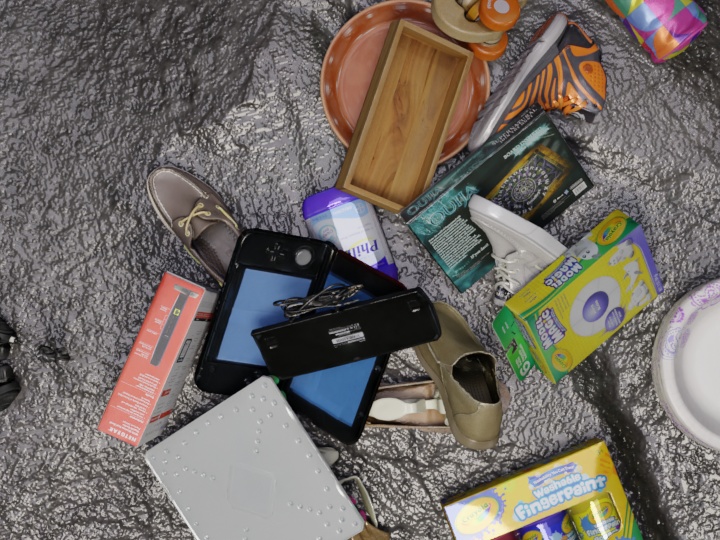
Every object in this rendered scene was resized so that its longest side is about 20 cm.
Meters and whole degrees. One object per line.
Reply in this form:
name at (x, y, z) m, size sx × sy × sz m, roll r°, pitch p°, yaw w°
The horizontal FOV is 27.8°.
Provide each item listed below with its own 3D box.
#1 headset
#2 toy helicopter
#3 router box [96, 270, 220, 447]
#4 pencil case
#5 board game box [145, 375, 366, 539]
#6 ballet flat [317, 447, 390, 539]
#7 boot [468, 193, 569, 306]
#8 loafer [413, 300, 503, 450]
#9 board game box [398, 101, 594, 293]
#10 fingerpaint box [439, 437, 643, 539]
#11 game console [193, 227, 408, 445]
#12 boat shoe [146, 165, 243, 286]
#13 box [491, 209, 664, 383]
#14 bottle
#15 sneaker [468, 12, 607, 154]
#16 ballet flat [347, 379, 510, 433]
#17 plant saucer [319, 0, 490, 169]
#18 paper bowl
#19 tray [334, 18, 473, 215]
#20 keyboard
headset at (-0.428, 0.105, 1.650) m, size 0.198 × 0.094 × 0.125 m, roll -6°, pitch 87°, yaw 11°
toy helicopter at (0.139, -0.350, 1.677) m, size 0.131 × 0.079 × 0.201 m, roll 25°, pitch 65°, yaw 3°
router box at (-0.216, 0.095, 1.597) m, size 0.049 × 0.200 × 0.181 m, roll 24°, pitch 87°, yaw 1°
pencil case at (0.319, -0.338, 1.679) m, size 0.088 × 0.088 × 0.201 m, roll -36°, pitch 89°, yaw -2°
board game box at (-0.118, 0.242, 1.629) m, size 0.199 × 0.026 × 0.201 m, roll -33°, pitch 90°, yaw 26°
ballet flat at (-0.037, 0.251, 1.661) m, size 0.072 × 0.068 × 0.200 m, roll -39°, pitch 87°, yaw -22°
boot at (0.176, -0.003, 1.628) m, size 0.199 × 0.073 × 0.096 m, roll 31°, pitch 90°, yaw -35°
loafer at (0.116, 0.105, 1.621) m, size 0.075 × 0.068 × 0.201 m, roll -1°, pitch 47°, yaw -28°
board game box at (0.155, -0.081, 1.644) m, size 0.200 × 0.028 × 0.135 m, roll -39°, pitch 128°, yaw 2°
fingerpaint box at (0.212, 0.305, 1.647) m, size 0.199 × 0.073 × 0.168 m, roll -21°, pitch 87°, yaw -1°
game console at (-0.068, 0.075, 1.605) m, size 0.171 × 0.119 × 0.201 m, roll 10°, pitch 109°, yaw -30°
boat shoe at (-0.175, -0.044, 1.674) m, size 0.072 × 0.060 × 0.200 m, roll -40°, pitch 88°, yaw -1°
box at (0.243, 0.037, 1.631) m, size 0.200 × 0.048 × 0.118 m, roll -38°, pitch 132°, yaw -8°
bottle at (0.000, 0.000, 1.668) m, size 0.083 × 0.065 × 0.202 m, roll -20°, pitch 87°, yaw 5°
sneaker at (0.214, -0.189, 1.659) m, size 0.112 × 0.078 × 0.201 m, roll 38°, pitch 80°, yaw -10°
ballet flat at (0.075, 0.156, 1.659) m, size 0.198 × 0.067 × 0.069 m, roll -6°, pitch 87°, yaw 0°
plant saucer at (0.052, -0.215, 1.698) m, size 0.198 × 0.032 × 0.202 m, roll 0°, pitch 86°, yaw 0°
paper bowl at (0.429, 0.106, 1.643) m, size 0.199 × 0.104 × 0.203 m, roll 0°, pitch 88°, yaw 0°
tray at (0.050, -0.170, 1.644) m, size 0.098 × 0.037 × 0.202 m, roll 21°, pitch 83°, yaw -20°
keyboard at (-0.018, 0.052, 1.575) m, size 0.198 × 0.040 × 0.105 m, roll -15°, pitch 127°, yaw 8°
